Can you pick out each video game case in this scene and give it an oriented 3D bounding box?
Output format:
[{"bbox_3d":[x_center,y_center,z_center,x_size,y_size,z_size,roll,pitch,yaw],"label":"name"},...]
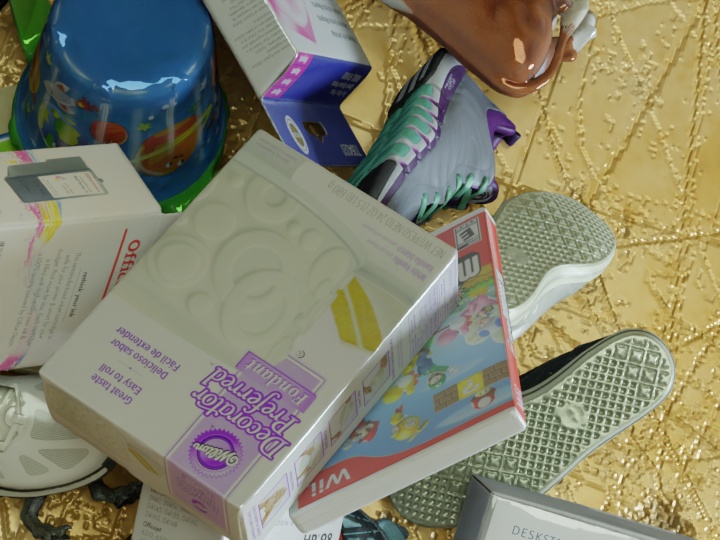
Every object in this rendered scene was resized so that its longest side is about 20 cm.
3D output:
[{"bbox_3d":[0.021,0.053,1.435,0.143,0.200,0.017,-27,122,15],"label":"video game case"}]

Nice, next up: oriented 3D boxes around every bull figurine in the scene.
[{"bbox_3d":[0.062,-0.192,1.610,0.121,0.065,0.200,-36,73,-29],"label":"bull figurine"}]

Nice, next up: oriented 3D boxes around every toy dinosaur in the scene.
[{"bbox_3d":[-0.189,0.120,1.536,0.200,0.047,0.088,-36,73,-14],"label":"toy dinosaur"}]

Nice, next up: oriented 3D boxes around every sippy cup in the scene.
[{"bbox_3d":[-0.142,-0.117,1.507,0.177,0.130,0.140,14,63,-2],"label":"sippy cup"}]

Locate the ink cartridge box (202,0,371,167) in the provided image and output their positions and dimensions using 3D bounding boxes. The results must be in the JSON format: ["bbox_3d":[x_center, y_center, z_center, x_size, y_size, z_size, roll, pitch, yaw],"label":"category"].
[{"bbox_3d":[-0.049,-0.160,1.541,0.043,0.196,0.200,-31,86,13],"label":"ink cartridge box"}]

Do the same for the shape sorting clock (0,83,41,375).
[{"bbox_3d":[-0.191,-0.027,1.556,0.199,0.039,0.201,3,69,-9],"label":"shape sorting clock"}]

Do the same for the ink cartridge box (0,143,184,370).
[{"bbox_3d":[-0.191,-0.007,1.441,0.199,0.117,0.067,-6,44,-35],"label":"ink cartridge box"}]

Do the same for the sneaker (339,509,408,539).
[{"bbox_3d":[-0.007,0.190,1.539,0.095,0.079,0.201,-20,84,-16],"label":"sneaker"}]

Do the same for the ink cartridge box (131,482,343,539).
[{"bbox_3d":[-0.073,0.162,1.446,0.067,0.116,0.201,16,96,36],"label":"ink cartridge box"}]

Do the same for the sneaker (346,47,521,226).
[{"bbox_3d":[0.047,-0.058,1.568,0.087,0.074,0.200,39,45,-9],"label":"sneaker"}]

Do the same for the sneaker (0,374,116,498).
[{"bbox_3d":[-0.244,0.087,1.463,0.200,0.115,0.076,5,80,14],"label":"sneaker"}]

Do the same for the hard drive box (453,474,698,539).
[{"bbox_3d":[0.117,0.245,1.528,0.155,0.077,0.201,18,92,-7],"label":"hard drive box"}]

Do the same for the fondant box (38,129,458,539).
[{"bbox_3d":[-0.059,0.036,1.391,0.144,0.058,0.200,32,66,19],"label":"fondant box"}]

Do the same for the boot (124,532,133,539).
[{"bbox_3d":[-0.213,0.172,1.457,0.200,0.064,0.187,35,91,-27],"label":"boot"}]

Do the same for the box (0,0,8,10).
[{"bbox_3d":[-0.243,-0.243,1.514,0.124,0.200,0.197,37,75,0],"label":"box"}]

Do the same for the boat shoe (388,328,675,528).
[{"bbox_3d":[0.109,0.101,1.588,0.200,0.062,0.075,-31,91,1],"label":"boat shoe"}]

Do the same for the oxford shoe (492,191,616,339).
[{"bbox_3d":[0.099,0.002,1.571,0.075,0.058,0.200,37,33,12],"label":"oxford shoe"}]
